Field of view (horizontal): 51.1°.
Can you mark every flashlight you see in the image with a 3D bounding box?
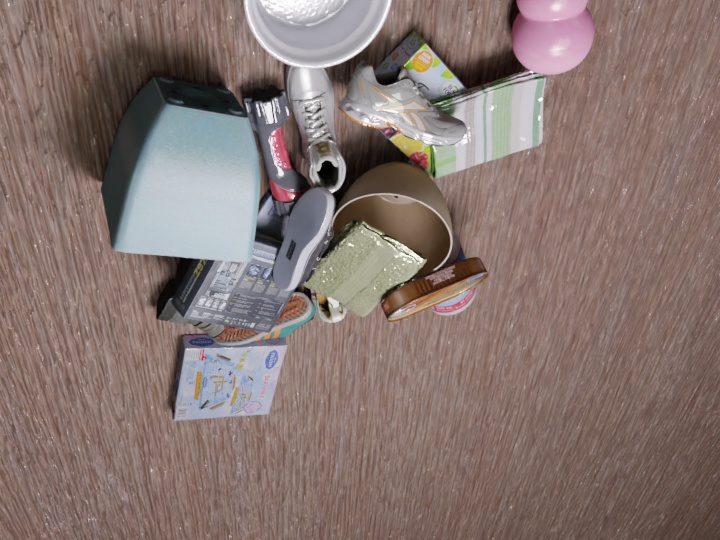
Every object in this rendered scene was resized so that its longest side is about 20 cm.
[{"bbox_3d":[-0.120,-0.181,1.158,0.068,0.067,0.202,-44,140,-38],"label":"flashlight"}]

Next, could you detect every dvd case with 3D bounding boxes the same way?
[{"bbox_3d":[-0.147,-0.040,1.314,0.142,0.018,0.201,19,120,-35],"label":"dvd case"}]

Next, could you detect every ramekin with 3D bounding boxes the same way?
[{"bbox_3d":[-0.064,-0.379,0.987,0.198,0.098,0.202,-12,133,-13],"label":"ramekin"}]

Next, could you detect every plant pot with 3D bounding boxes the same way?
[{"bbox_3d":[0.059,-0.100,1.249,0.198,0.135,0.201,7,140,6],"label":"plant pot"},{"bbox_3d":[-0.243,-0.152,1.056,0.194,0.196,0.202,4,120,-27],"label":"plant pot"}]

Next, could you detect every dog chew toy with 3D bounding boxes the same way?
[{"bbox_3d":[0.283,-0.398,1.114,0.123,0.125,0.202,-17,126,-8],"label":"dog chew toy"}]

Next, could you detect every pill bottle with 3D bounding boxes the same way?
[{"bbox_3d":[0.143,-0.015,1.400,0.108,0.109,0.201,-28,135,2],"label":"pill bottle"}]

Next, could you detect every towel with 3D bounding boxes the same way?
[{"bbox_3d":[0.206,-0.232,1.215,0.198,0.031,0.150,-20,134,-9],"label":"towel"},{"bbox_3d":[0.000,0.000,1.249,0.147,0.037,0.200,28,138,-18],"label":"towel"}]

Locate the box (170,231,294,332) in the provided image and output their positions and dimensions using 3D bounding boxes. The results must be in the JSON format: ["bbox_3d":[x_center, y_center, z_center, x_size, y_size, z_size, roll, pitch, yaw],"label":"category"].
[{"bbox_3d":[-0.192,0.015,1.242,0.199,0.051,0.159,15,110,-51],"label":"box"}]

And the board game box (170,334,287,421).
[{"bbox_3d":[-0.259,0.208,1.472,0.197,0.041,0.201,1,129,-24],"label":"board game box"}]

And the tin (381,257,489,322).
[{"bbox_3d":[0.127,0.033,1.292,0.198,0.042,0.112,-21,160,-18],"label":"tin"}]

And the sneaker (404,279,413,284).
[{"bbox_3d":[0.038,0.000,1.412,0.087,0.076,0.200,-13,144,23],"label":"sneaker"}]

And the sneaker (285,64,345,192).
[{"bbox_3d":[-0.060,-0.214,1.127,0.073,0.116,0.201,-17,133,-6],"label":"sneaker"}]

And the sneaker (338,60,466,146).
[{"bbox_3d":[0.073,-0.247,1.106,0.198,0.076,0.093,12,114,-17],"label":"sneaker"}]

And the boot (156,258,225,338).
[{"bbox_3d":[-0.256,0.031,1.293,0.130,0.068,0.200,19,129,-30],"label":"boot"}]

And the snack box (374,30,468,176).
[{"bbox_3d":[0.099,-0.259,1.199,0.142,0.053,0.199,-43,133,14],"label":"snack box"}]

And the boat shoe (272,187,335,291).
[{"bbox_3d":[-0.077,-0.049,1.198,0.066,0.070,0.201,-12,137,-44],"label":"boat shoe"}]

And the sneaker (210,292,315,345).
[{"bbox_3d":[-0.176,0.101,1.391,0.198,0.072,0.080,-16,156,6],"label":"sneaker"}]

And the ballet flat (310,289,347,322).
[{"bbox_3d":[-0.056,0.050,1.385,0.069,0.071,0.201,-23,141,-9],"label":"ballet flat"}]
